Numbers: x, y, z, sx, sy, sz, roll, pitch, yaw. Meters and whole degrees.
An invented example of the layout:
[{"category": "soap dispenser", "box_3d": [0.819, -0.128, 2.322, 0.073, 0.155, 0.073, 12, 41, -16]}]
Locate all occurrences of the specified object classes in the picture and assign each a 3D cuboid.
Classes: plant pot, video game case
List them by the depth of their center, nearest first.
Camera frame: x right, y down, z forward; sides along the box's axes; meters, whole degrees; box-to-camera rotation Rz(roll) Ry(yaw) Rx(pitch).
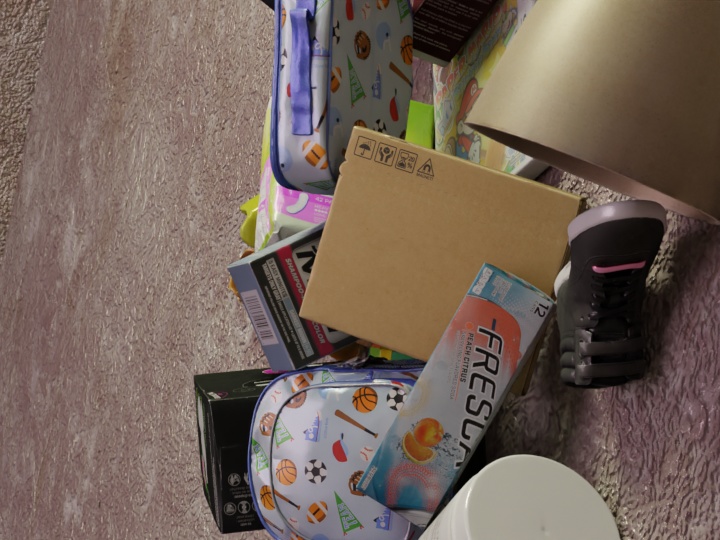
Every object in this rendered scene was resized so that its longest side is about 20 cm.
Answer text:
[{"category": "plant pot", "box_3d": [0.193, -0.157, 1.357, 0.201, 0.187, 0.187, -68, 22, 2]}, {"category": "video game case", "box_3d": [0.113, -0.142, 1.737, 0.200, 0.023, 0.183, 137, 137, -59]}]

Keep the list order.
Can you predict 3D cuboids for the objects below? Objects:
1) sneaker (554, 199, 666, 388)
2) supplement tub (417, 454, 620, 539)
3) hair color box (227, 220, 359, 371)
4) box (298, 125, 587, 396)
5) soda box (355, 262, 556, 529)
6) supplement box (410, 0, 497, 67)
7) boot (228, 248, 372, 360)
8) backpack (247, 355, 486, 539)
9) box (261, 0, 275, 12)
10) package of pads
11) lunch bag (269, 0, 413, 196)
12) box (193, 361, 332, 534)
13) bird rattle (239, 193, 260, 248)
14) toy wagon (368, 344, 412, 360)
[{"category": "sneaker", "box_3d": [0.180, 0.023, 1.418, 0.200, 0.070, 0.100, 100, 166, -68]}, {"category": "supplement tub", "box_3d": [0.094, 0.240, 1.504, 0.200, 0.131, 0.132, 122, 148, -49]}, {"category": "hair color box", "box_3d": [0.000, 0.000, 1.706, 0.099, 0.199, 0.061, 67, 157, -5]}, {"category": "box", "box_3d": [0.062, -0.009, 1.605, 0.021, 0.199, 0.164, -3, -70, -71]}, {"category": "soda box", "box_3d": [0.075, 0.095, 1.537, 0.201, 0.063, 0.068, -61, -9, 3]}, {"category": "supplement box", "box_3d": [0.097, -0.279, 1.741, 0.200, 0.061, 0.109, 130, 155, -52]}, {"category": "boot", "box_3d": [-0.053, 0.028, 1.885, 0.201, 0.144, 0.071, 128, 167, -84]}, {"category": "backpack", "box_3d": [0.000, 0.159, 1.665, 0.190, 0.154, 0.201, -2, 82, 31]}, {"category": "box", "box_3d": [-0.035, -0.381, 1.952, 0.200, 0.124, 0.197, -54, 10, -22]}, {"category": "package of pads", "box_3d": [-0.016, -0.079, 1.824, 0.068, 0.154, 0.201, 119, 161, -50]}, {"category": "lunch bag", "box_3d": [-0.020, -0.164, 1.692, 0.075, 0.160, 0.201, 0, 90, 29]}, {"category": "box", "box_3d": [-0.072, 0.159, 1.866, 0.200, 0.148, 0.125, -156, 62, -80]}, {"category": "bird rattle", "box_3d": [-0.033, -0.050, 1.970, 0.200, 0.112, 0.164, -36, 33, 49]}, {"category": "toy wagon", "box_3d": [0.038, 0.105, 1.823, 0.200, 0.039, 0.156, -176, 93, -69]}]
